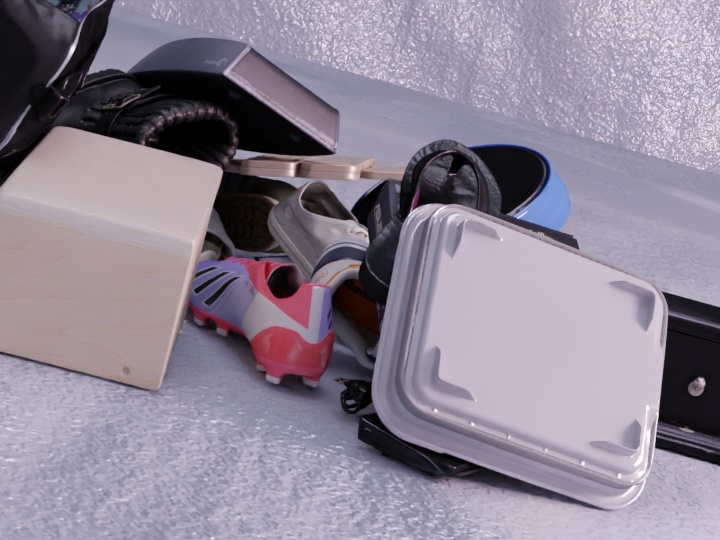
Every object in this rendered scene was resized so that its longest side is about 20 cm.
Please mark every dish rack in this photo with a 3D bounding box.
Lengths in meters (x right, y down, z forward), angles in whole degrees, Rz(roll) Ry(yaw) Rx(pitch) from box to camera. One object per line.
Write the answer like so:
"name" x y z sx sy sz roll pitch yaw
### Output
"dish rack" 0.113 0.048 1.125 0.198 0.173 0.044 21 -31 -16

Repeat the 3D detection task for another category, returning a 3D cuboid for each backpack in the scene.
"backpack" -0.262 -0.158 1.240 0.150 0.178 0.200 40 20 -5

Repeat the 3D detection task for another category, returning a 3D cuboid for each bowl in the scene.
"bowl" 0.081 -0.050 1.508 0.199 0.040 0.201 -15 26 8

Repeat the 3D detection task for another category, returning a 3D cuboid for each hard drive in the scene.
"hard drive" -0.105 -0.145 1.459 0.134 0.043 0.199 34 -12 -28

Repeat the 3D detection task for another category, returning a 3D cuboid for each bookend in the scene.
"bookend" 0.299 0.042 1.320 0.197 0.202 0.092 16 11 0

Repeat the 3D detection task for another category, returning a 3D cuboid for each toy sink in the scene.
"toy sink" -0.175 -0.011 1.183 0.129 0.113 0.200 14 17 -4

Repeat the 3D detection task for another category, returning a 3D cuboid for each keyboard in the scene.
"keyboard" 0.058 0.102 1.185 0.126 0.021 0.199 29 16 28

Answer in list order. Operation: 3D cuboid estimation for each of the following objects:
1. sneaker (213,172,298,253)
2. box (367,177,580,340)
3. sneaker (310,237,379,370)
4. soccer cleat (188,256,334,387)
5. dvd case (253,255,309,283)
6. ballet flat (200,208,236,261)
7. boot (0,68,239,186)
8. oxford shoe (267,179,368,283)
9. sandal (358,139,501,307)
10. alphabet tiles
"sneaker" -0.105 -0.052 1.538 0.089 0.068 0.199 1 12 -43
"box" 0.089 0.031 1.220 0.160 0.049 0.201 15 37 -16
"sneaker" 0.052 0.049 1.281 0.198 0.079 0.080 23 26 0
"soccer cleat" -0.071 0.019 1.258 0.066 0.077 0.200 9 14 -28
"dvd case" 0.024 0.025 1.491 0.199 0.018 0.142 23 15 33
"ballet flat" -0.169 -0.023 1.383 0.069 0.070 0.199 23 13 34
"boot" -0.217 -0.092 1.400 0.210 0.080 0.157 -35 39 -26
"oxford shoe" 0.000 0.000 1.378 0.075 0.058 0.200 2 40 -52
"sandal" 0.058 -0.041 1.205 0.075 0.048 0.201 26 37 1
"alphabet tiles" -0.042 -0.091 1.501 0.193 0.015 0.200 4 6 5
